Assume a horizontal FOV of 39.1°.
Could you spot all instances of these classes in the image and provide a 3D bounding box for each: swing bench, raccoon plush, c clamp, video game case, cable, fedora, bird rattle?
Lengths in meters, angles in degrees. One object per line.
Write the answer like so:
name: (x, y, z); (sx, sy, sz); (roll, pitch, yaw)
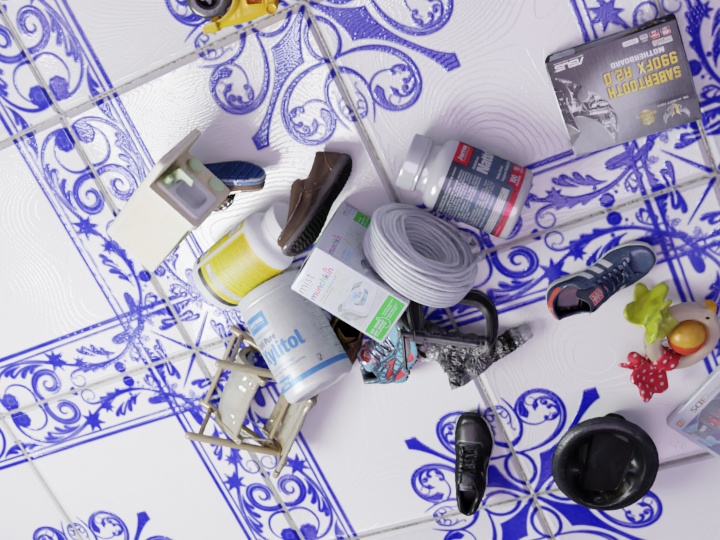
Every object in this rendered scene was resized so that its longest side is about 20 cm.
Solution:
swing bench: (-0.194, 0.246, 1.894); (0.199, 0.130, 0.200); (24, 118, -5)
raccoon plush: (0.184, 0.112, 1.780); (0.199, 0.097, 0.134); (-34, 92, -4)
c clamp: (0.148, 0.098, 1.703); (0.198, 0.172, 0.027); (4, 148, -21)
video game case: (0.665, 0.255, 1.749); (0.199, 0.023, 0.183); (32, 119, -4)
cable: (0.097, -0.027, 1.644); (0.199, 0.200, 0.069); (34, 122, -1)
fedora: (0.433, 0.325, 1.799); (0.199, 0.092, 0.202); (5, 117, 11)
bird rattle: (0.517, 0.121, 1.679); (0.162, 0.113, 0.201); (-11, 117, 1)

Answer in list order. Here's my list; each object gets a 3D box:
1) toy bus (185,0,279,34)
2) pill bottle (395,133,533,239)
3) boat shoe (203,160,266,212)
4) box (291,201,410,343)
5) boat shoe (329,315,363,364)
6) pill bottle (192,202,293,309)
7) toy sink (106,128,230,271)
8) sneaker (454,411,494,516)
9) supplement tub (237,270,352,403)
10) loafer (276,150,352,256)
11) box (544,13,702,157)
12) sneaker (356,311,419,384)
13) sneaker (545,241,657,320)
toy bus: (-0.178, -0.476, 1.537); (0.190, 0.136, 0.201); (-10, 111, 3)
pill bottle: (0.163, -0.140, 1.618); (0.199, 0.120, 0.120); (22, 119, 1)
boat shoe: (-0.248, -0.144, 1.749); (0.198, 0.072, 0.073); (3, 122, 23)
box: (0.000, 0.000, 1.682); (0.176, 0.200, 0.097); (32, 118, -3)
boat shoe: (-0.029, 0.109, 1.816); (0.071, 0.068, 0.201); (15, 119, 4)
pill bottle: (-0.188, -0.027, 1.762); (0.200, 0.113, 0.113); (-36, 103, 26)
toy sink: (-0.302, -0.113, 1.666); (0.112, 0.131, 0.200); (41, 128, -6)
sneaker: (0.208, 0.362, 1.874); (0.075, 0.088, 0.201); (1, 116, 13)
supplement tub: (-0.114, 0.117, 1.768); (0.132, 0.132, 0.201); (-36, 79, 26)
loafer: (-0.086, -0.114, 1.682); (0.071, 0.201, 0.073); (25, 163, 17)
box: (0.397, -0.278, 1.535); (0.199, 0.048, 0.159); (-15, 111, 20)
sneaker: (0.044, 0.146, 1.762); (0.095, 0.080, 0.201); (-10, 145, -15)
sneaker: (0.396, 0.026, 1.664); (0.199, 0.085, 0.075); (-32, 105, 25)
